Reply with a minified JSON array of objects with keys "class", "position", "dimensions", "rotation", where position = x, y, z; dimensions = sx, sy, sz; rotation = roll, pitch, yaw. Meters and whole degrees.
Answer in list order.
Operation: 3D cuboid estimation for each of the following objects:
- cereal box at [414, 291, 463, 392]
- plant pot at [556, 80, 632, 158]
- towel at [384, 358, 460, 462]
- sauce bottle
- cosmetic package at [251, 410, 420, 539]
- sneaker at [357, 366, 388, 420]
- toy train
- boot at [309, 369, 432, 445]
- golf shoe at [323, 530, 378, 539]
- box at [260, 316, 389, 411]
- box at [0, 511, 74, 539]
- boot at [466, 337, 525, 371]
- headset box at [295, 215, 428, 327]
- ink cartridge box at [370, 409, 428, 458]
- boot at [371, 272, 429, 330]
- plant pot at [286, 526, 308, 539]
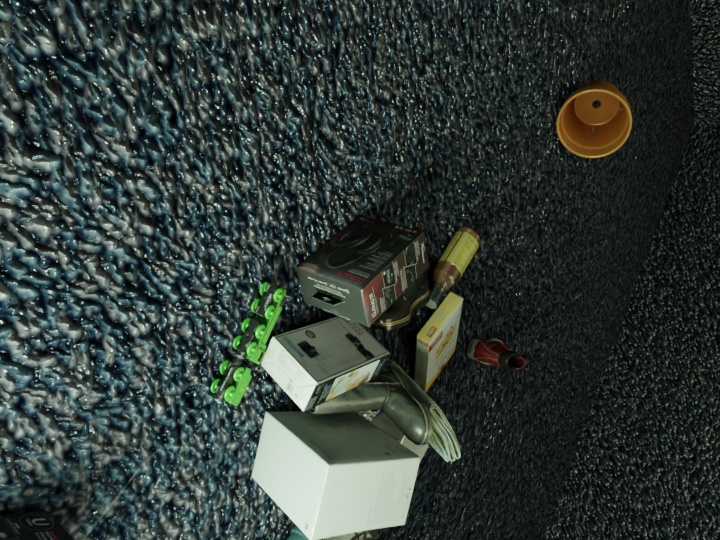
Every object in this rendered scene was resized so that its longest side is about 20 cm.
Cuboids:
[{"class":"cereal box","position":[0.174,0.163,1.381],"dimensions":[0.144,0.039,0.203],"rotation":[-47,153,-31]},{"class":"plant pot","position":[0.661,-0.442,1.736],"dimensions":[0.141,0.195,0.204],"rotation":[-61,146,-46]},{"class":"towel","position":[0.116,0.274,1.235],"dimensions":[0.048,0.199,0.173],"rotation":[-36,123,-11]},{"class":"sauce bottle","position":[0.198,-0.005,1.371],"dimensions":[0.202,0.065,0.067],"rotation":[-54,140,-22]},{"class":"cosmetic package","position":[-0.043,0.326,1.021],"dimensions":[0.197,0.197,0.126],"rotation":[8,98,-39]},{"class":"sneaker","position":[-0.009,0.271,1.183],"dimensions":[0.076,0.079,0.204],"rotation":[33,78,-54]},{"class":"toy train","position":[-0.165,0.111,0.945],"dimensions":[0.204,0.041,0.056],"rotation":[-65,153,-13]},{"class":"boot","position":[0.008,0.230,1.062],"dimensions":[0.196,0.182,0.074],"rotation":[13,111,-34]},{"class":"golf shoe","position":[-0.026,0.541,1.286],"dimensions":[0.199,0.076,0.097],"rotation":[28,64,-56]},{"class":"box","position":[-0.055,0.147,1.029],"dimensions":[0.198,0.116,0.061],"rotation":[-10,134,-52]},{"class":"box","position":[-0.392,0.390,0.666],"dimensions":[0.114,0.130,0.205],"rotation":[19,88,-52]},{"class":"boot","position":[0.387,0.233,1.650],"dimensions":[0.198,0.142,0.074],"rotation":[13,92,-55]},{"class":"headset box","position":[0.000,0.000,1.031],"dimensions":[0.199,0.146,0.079],"rotation":[-40,132,-36]},{"class":"ink cartridge box","position":[0.026,0.386,1.234],"dimensions":[0.202,0.126,0.126],"rotation":[-55,142,-23]},{"class":"boot","position":[0.074,0.021,1.215],"dimensions":[0.200,0.076,0.142],"rotation":[-38,129,-57]},{"class":"plant pot","position":[-0.129,0.599,1.069],"dimensions":[0.195,0.198,0.204],"rotation":[-34,129,-31]}]
